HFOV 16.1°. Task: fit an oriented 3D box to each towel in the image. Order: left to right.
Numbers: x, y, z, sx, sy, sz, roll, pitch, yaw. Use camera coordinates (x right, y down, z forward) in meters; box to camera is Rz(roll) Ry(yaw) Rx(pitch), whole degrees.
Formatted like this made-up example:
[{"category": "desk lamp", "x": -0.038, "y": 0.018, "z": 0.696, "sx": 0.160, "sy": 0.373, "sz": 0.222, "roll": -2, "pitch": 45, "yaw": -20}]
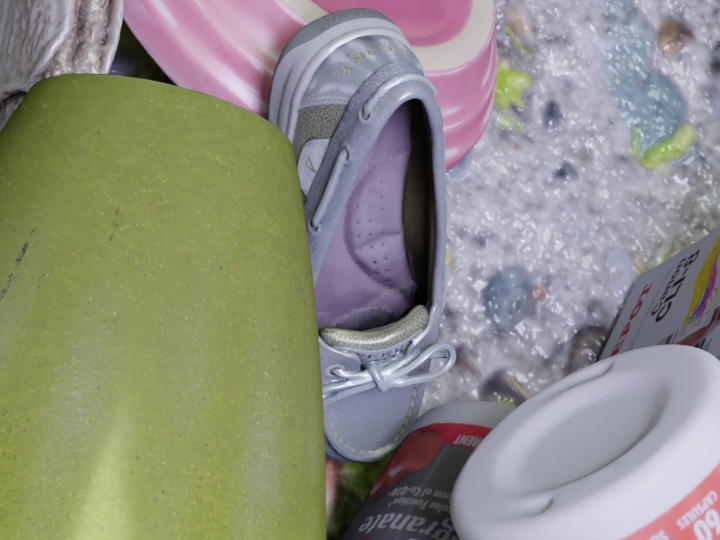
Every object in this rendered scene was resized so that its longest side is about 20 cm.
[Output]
[{"category": "towel", "x": -0.129, "y": -0.135, "z": 1.000, "sx": 0.034, "sy": 0.132, "sz": 0.200, "roll": 19, "pitch": 65, "yaw": -30}]

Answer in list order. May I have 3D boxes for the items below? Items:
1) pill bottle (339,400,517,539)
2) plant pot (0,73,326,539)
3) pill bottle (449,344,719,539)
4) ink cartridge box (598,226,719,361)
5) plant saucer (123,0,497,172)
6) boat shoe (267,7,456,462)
[{"category": "pill bottle", "x": 0.024, "y": 0.156, "z": 0.967, "sx": 0.111, "sy": 0.111, "sz": 0.200, "roll": 38, "pitch": 57, "yaw": -7}, {"category": "plant pot", "x": -0.086, "y": 0.043, "z": 0.844, "sx": 0.187, "sy": 0.187, "sz": 0.200, "roll": 16, "pitch": 77, "yaw": -17}, {"category": "pill bottle", "x": 0.126, "y": 0.136, "z": 0.911, "sx": 0.111, "sy": 0.111, "sz": 0.200, "roll": -43, "pitch": 111, "yaw": -29}, {"category": "ink cartridge box", "x": 0.189, "y": 0.064, "z": 1.027, "sx": 0.145, "sy": 0.200, "sz": 0.145, "roll": 34, "pitch": 61, "yaw": -10}, {"category": "plant saucer", "x": -0.018, "y": -0.127, "z": 1.048, "sx": 0.200, "sy": 0.051, "sz": 0.201, "roll": 25, "pitch": 41, "yaw": -24}, {"category": "boat shoe", "x": 0.002, "y": -0.001, "z": 0.985, "sx": 0.074, "sy": 0.202, "sz": 0.065, "roll": -12, "pitch": 37, "yaw": -22}]
